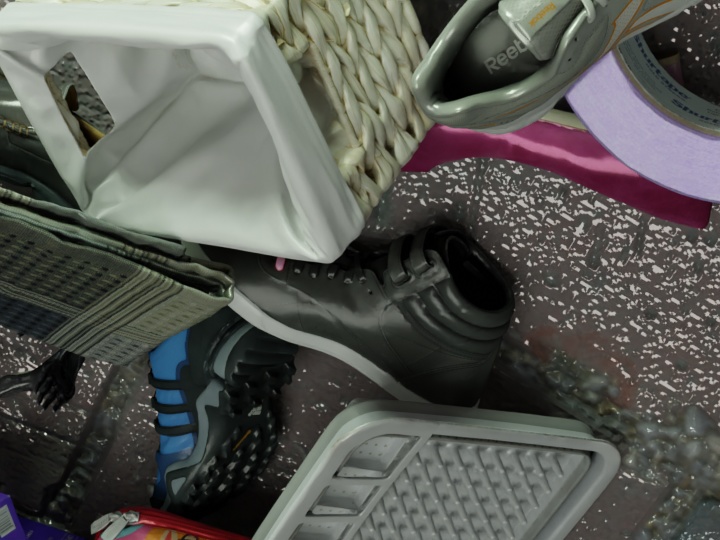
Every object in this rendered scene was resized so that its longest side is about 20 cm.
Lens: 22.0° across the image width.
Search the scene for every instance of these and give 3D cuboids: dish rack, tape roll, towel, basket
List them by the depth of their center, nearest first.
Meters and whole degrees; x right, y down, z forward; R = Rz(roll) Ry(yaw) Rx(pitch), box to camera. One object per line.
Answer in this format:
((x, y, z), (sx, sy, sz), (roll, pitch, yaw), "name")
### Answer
((0.187, -0.135, 0.876), (0.198, 0.066, 0.202), (5, 104, 20), "tape roll")
((-0.069, -0.101, 0.947), (0.199, 0.123, 0.136), (10, 136, 43), "basket")
((-0.181, -0.004, 1.024), (0.191, 0.035, 0.200), (21, 159, -20), "towel")
((0.036, 0.135, 1.076), (0.199, 0.044, 0.172), (9, 130, -31), "dish rack")

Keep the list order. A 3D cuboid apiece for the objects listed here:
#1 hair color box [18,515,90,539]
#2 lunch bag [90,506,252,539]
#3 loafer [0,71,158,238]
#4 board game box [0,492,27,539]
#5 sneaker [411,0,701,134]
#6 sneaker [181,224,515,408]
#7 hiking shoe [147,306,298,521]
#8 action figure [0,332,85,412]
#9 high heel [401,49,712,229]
((-0.287, 0.216, 1.290), (0.198, 0.065, 0.110), (16, 122, 10), "hair color box")
((-0.083, 0.222, 1.161), (0.198, 0.082, 0.177), (16, 145, -5), "lunch bag")
((-0.190, -0.086, 1.083), (0.200, 0.073, 0.072), (38, 116, -14), "loafer")
((-0.245, 0.227, 1.185), (0.134, 0.045, 0.201), (8, 122, 46), "board game box")
((0.103, -0.127, 0.824), (0.076, 0.092, 0.200), (48, 112, 4), "sneaker")
((0.000, 0.000, 1.055), (0.199, 0.071, 0.100), (29, 123, -4), "sneaker")
((-0.096, 0.079, 1.146), (0.087, 0.074, 0.201), (49, 136, 26), "hiking shoe")
((-0.281, 0.059, 1.175), (0.199, 0.102, 0.120), (-12, 100, 26), "action figure")
((0.087, -0.053, 0.991), (0.198, 0.067, 0.097), (-11, 103, 12), "high heel")
